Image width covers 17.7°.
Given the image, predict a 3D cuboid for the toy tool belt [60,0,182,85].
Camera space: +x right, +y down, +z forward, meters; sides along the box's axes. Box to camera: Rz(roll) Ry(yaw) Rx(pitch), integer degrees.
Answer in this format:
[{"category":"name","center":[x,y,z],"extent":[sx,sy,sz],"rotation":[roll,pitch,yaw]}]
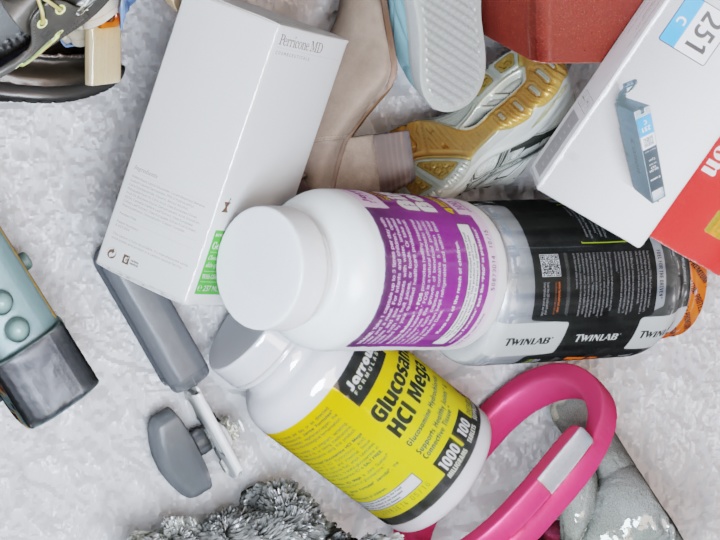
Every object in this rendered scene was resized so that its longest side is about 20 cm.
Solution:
[{"category":"toy tool belt","center":[-0.154,-0.220,1.593],"extent":[0.200,0.125,0.123],"rotation":[-47,113,-40]}]

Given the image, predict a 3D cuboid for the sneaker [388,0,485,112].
[{"category":"sneaker","center":[0.047,-0.217,1.663],"extent":[0.074,0.082,0.200],"rotation":[-11,121,-24]}]

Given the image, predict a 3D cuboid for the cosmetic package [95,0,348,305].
[{"category":"cosmetic package","center":[-0.095,-0.083,1.586],"extent":[0.108,0.085,0.200],"rotation":[0,112,-62]}]

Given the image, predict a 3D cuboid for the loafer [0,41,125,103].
[{"category":"loafer","center":[-0.257,-0.152,1.580],"extent":[0.200,0.073,0.072],"rotation":[-2,98,-22]}]

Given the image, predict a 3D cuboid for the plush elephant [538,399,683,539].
[{"category":"plush elephant","center":[0.166,0.223,1.763],"extent":[0.155,0.200,0.165],"rotation":[-33,116,4]}]

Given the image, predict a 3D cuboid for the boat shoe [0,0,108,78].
[{"category":"boat shoe","center":[-0.219,-0.168,1.488],"extent":[0.201,0.061,0.072],"rotation":[-34,109,17]}]

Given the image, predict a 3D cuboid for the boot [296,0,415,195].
[{"category":"boot","center":[-0.044,-0.126,1.677],"extent":[0.146,0.070,0.200],"rotation":[-9,79,-5]}]

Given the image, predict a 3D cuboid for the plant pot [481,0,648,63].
[{"category":"plant pot","center":[0.169,-0.250,1.687],"extent":[0.199,0.200,0.177],"rotation":[-3,109,-22]}]

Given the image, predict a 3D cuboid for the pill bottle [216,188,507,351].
[{"category":"pill bottle","center":[0.000,0.000,1.591],"extent":[0.200,0.112,0.113],"rotation":[2,96,-48]}]

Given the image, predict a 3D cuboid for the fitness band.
[{"category":"fitness band","center":[0.108,0.151,1.729],"extent":[0.200,0.144,0.037],"rotation":[-47,114,-10]}]

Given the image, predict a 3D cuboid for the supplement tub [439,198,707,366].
[{"category":"supplement tub","center":[0.153,0.007,1.734],"extent":[0.200,0.122,0.123],"rotation":[-2,97,-30]}]

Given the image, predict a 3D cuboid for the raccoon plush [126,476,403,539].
[{"category":"raccoon plush","center":[-0.078,0.201,1.639],"extent":[0.134,0.200,0.097],"rotation":[-11,84,-41]}]

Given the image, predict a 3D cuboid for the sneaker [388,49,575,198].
[{"category":"sneaker","center":[0.079,-0.080,1.727],"extent":[0.200,0.076,0.088],"rotation":[-33,146,3]}]

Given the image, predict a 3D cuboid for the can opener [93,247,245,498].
[{"category":"can opener","center":[-0.141,0.072,1.667],"extent":[0.066,0.053,0.200],"rotation":[-28,106,-16]}]

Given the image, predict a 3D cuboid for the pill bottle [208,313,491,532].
[{"category":"pill bottle","center":[-0.009,0.095,1.691],"extent":[0.200,0.112,0.113],"rotation":[38,82,-22]}]

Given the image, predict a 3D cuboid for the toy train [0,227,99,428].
[{"category":"toy train","center":[-0.253,0.019,1.582],"extent":[0.085,0.114,0.200],"rotation":[-33,108,-16]}]

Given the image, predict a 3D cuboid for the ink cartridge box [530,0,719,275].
[{"category":"ink cartridge box","center":[0.248,-0.104,1.652],"extent":[0.176,0.045,0.200],"rotation":[28,108,-16]}]
